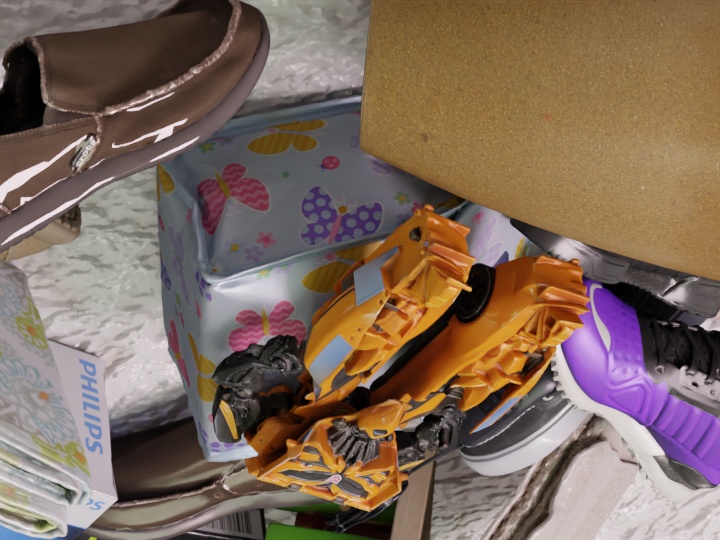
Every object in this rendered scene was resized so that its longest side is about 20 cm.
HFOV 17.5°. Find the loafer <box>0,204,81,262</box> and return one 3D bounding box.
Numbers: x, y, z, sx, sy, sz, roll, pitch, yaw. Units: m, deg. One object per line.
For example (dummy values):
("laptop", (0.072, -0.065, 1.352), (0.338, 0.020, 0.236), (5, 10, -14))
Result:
("loafer", (-0.224, -0.052, 1.162), (0.067, 0.076, 0.200), (-36, 135, 19))

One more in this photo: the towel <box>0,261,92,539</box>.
("towel", (-0.223, 0.034, 1.170), (0.048, 0.200, 0.171), (-42, 132, 15))

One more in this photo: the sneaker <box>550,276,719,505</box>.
("sneaker", (0.177, 0.053, 1.291), (0.099, 0.070, 0.200), (-18, 140, 26))

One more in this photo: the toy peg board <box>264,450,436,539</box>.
("toy peg board", (-0.016, 0.233, 1.478), (0.098, 0.200, 0.199), (8, 141, 5))

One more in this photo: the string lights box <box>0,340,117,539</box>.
("string lights box", (-0.223, 0.138, 1.370), (0.059, 0.103, 0.200), (22, 130, -33))

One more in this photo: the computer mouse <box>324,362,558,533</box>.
("computer mouse", (0.047, 0.093, 1.350), (0.200, 0.059, 0.034), (-38, 90, 26))

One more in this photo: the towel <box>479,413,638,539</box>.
("towel", (0.104, 0.180, 1.446), (0.200, 0.034, 0.133), (-56, 157, -1))

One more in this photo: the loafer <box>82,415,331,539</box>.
("loafer", (-0.089, 0.106, 1.399), (0.200, 0.073, 0.071), (-11, 131, -7))

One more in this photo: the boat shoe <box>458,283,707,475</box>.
("boat shoe", (0.120, 0.046, 1.370), (0.066, 0.070, 0.200), (33, 123, -31))

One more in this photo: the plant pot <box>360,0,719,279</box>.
("plant pot", (0.103, -0.096, 1.118), (0.200, 0.187, 0.187), (7, 140, 1))

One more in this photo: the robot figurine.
("robot figurine", (0.015, 0.052, 1.165), (0.145, 0.058, 0.200), (19, 132, -29))

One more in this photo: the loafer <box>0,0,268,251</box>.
("loafer", (-0.130, -0.080, 1.100), (0.200, 0.073, 0.071), (-36, 127, -19))

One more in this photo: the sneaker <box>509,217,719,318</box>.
("sneaker", (0.170, -0.038, 1.247), (0.200, 0.060, 0.104), (19, 106, -44))

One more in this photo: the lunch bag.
("lunch bag", (0.000, 0.000, 1.243), (0.200, 0.127, 0.170), (-14, 143, -15))

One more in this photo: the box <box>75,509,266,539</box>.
("box", (-0.166, 0.211, 1.524), (0.143, 0.036, 0.200), (12, 137, -25))
